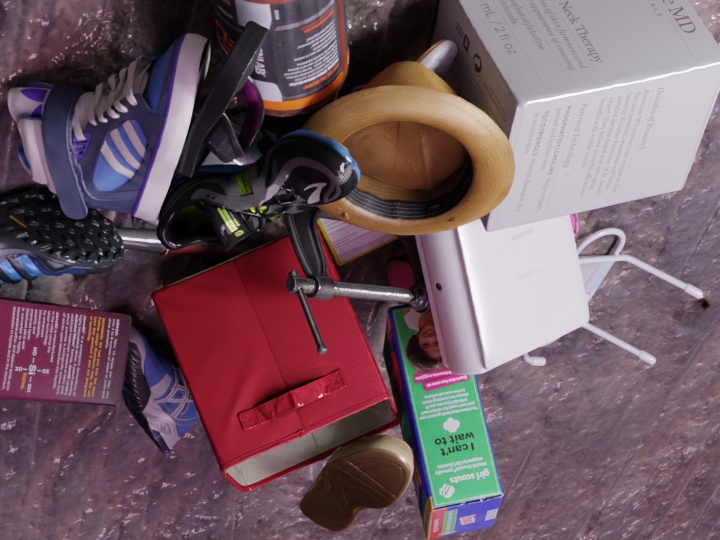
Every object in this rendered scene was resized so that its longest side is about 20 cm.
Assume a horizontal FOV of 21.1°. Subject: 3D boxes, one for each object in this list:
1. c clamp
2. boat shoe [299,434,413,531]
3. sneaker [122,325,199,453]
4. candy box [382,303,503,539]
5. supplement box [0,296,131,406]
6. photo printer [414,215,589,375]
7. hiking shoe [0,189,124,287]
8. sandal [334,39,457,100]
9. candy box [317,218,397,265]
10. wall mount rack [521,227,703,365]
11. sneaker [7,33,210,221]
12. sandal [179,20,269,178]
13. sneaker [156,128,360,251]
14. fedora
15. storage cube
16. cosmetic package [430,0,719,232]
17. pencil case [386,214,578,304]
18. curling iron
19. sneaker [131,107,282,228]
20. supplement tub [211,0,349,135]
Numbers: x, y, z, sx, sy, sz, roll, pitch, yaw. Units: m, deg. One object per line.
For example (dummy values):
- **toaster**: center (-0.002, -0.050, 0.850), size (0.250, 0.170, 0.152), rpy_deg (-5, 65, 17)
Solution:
- **c clamp**: center (0.000, 0.000, 1.751), size (0.199, 0.172, 0.027), rpy_deg (0, 150, -45)
- **boat shoe**: center (0.000, 0.188, 1.839), size (0.071, 0.065, 0.200), rpy_deg (36, 149, -9)
- **sneaker**: center (-0.202, 0.102, 1.909), size (0.077, 0.076, 0.200), rpy_deg (-37, 152, -12)
- **candy box**: center (0.078, 0.146, 1.871), size (0.076, 0.201, 0.169), rpy_deg (-13, 163, -5)
- **supplement box**: center (-0.313, 0.067, 1.700), size (0.110, 0.086, 0.199), rpy_deg (6, 178, 40)
- **photo printer**: center (0.127, -0.023, 1.788), size (0.166, 0.201, 0.069), rpy_deg (-21, -168, -41)
- **hiking shoe**: center (-0.305, -0.022, 1.674), size (0.199, 0.075, 0.087), rpy_deg (6, 147, -26)
- **sandal**: center (0.016, -0.151, 1.698), size (0.079, 0.059, 0.207), rpy_deg (-32, 168, -44)
- **candy box**: center (0.052, -0.079, 1.849), size (0.199, 0.027, 0.102), rpy_deg (-25, 143, 0)
- **wall mount rack**: center (0.264, 0.043, 2.107), size (0.173, 0.075, 0.200), rpy_deg (-3, 142, -29)
- **sneaker**: center (-0.209, -0.127, 1.533), size (0.146, 0.081, 0.200), rpy_deg (19, 138, -6)
- **sandal**: center (-0.100, -0.120, 1.512), size (0.048, 0.076, 0.201), rpy_deg (29, 154, -4)
- **sneaker**: center (-0.084, -0.056, 1.569), size (0.199, 0.083, 0.071), rpy_deg (-15, 127, 32)
- **fedora**: center (0.037, -0.110, 1.610), size (0.199, 0.082, 0.201), rpy_deg (3, 147, 2)
- **storage cube**: center (-0.077, 0.086, 1.816), size (0.170, 0.181, 0.200), rpy_deg (-23, 168, -1)
- **cosmetic package**: center (0.180, -0.163, 1.688), size (0.199, 0.168, 0.167), rpy_deg (-13, 144, -18)
- **pencil case**: center (0.125, -0.022, 1.922), size (0.199, 0.091, 0.094), rpy_deg (-32, 111, 14)
- **curling iron**: center (-0.179, -0.019, 1.785), size (0.199, 0.026, 0.050), rpy_deg (9, 133, -40)
- **sneaker**: center (-0.147, -0.078, 1.690), size (0.199, 0.078, 0.140), rpy_deg (23, 126, -37)
- **supplement tub**: center (-0.063, -0.196, 1.544), size (0.106, 0.107, 0.201), rpy_deg (-19, 145, -9)
